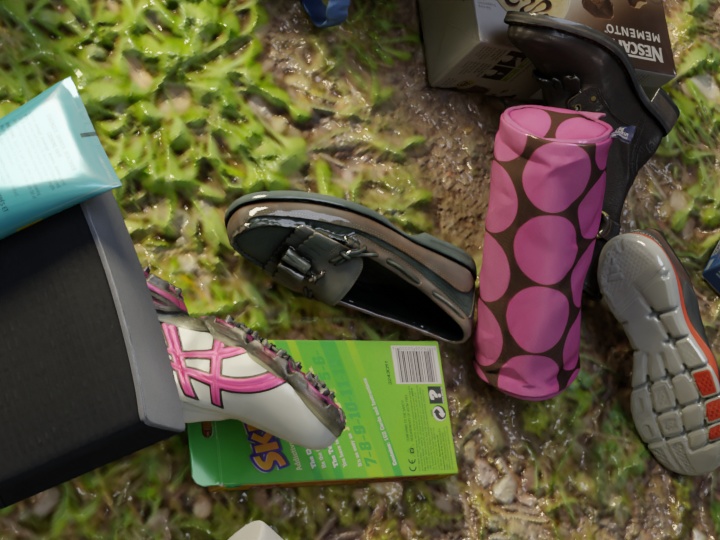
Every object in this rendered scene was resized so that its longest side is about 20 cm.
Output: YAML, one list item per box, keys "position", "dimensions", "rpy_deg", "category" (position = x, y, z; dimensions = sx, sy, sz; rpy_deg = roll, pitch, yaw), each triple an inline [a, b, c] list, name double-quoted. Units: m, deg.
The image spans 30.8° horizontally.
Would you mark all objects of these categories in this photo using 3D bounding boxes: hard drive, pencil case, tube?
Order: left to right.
- position: [-0.236, -0.032, 0.733]
  dimensions: [0.198, 0.050, 0.078]
  rpy_deg: [-29, 75, -3]
  category: "tube"
- position: [-0.192, 0.021, 0.761]
  dimensions: [0.133, 0.042, 0.202]
  rpy_deg: [-22, 78, 3]
  category: "hard drive"
- position: [0.133, -0.014, 0.932]
  dimensions: [0.093, 0.090, 0.203]
  rpy_deg: [-30, 132, -57]
  category: "pencil case"

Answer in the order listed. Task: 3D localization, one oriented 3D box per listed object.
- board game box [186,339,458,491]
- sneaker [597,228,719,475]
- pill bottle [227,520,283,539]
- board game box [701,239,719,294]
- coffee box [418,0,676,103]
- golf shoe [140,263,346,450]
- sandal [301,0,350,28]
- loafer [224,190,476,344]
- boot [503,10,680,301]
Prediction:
- position: [-0.028, 0.095, 0.880]
  dimensions: [0.198, 0.030, 0.097]
  rpy_deg: [3, 69, -32]
  category: "board game box"
- position: [0.249, 0.058, 1.021]
  dimensions: [0.082, 0.076, 0.203]
  rpy_deg: [-30, 107, -54]
  category: "sneaker"
- position: [-0.017, 0.249, 0.771]
  dimensions: [0.200, 0.119, 0.120]
  rpy_deg: [44, 56, -8]
  category: "pill bottle"
- position: [0.400, 0.024, 1.155]
  dimensions: [0.200, 0.034, 0.136]
  rpy_deg: [45, 55, -8]
  category: "board game box"
- position: [0.151, -0.203, 1.068]
  dimensions: [0.197, 0.080, 0.115]
  rpy_deg: [5, 68, -28]
  category: "coffee box"
- position: [-0.103, 0.065, 0.800]
  dimensions: [0.198, 0.073, 0.093]
  rpy_deg: [28, 84, 12]
  category: "golf shoe"
- position: [-0.062, -0.248, 0.965]
  dimensions: [0.198, 0.079, 0.088]
  rpy_deg: [26, 80, -13]
  category: "sandal"
- position: [0.000, 0.000, 0.902]
  dimensions: [0.198, 0.072, 0.064]
  rpy_deg: [15, 52, -27]
  category: "loafer"
- position: [0.152, -0.081, 0.987]
  dimensions: [0.199, 0.069, 0.176]
  rpy_deg: [30, 86, -32]
  category: "boot"
